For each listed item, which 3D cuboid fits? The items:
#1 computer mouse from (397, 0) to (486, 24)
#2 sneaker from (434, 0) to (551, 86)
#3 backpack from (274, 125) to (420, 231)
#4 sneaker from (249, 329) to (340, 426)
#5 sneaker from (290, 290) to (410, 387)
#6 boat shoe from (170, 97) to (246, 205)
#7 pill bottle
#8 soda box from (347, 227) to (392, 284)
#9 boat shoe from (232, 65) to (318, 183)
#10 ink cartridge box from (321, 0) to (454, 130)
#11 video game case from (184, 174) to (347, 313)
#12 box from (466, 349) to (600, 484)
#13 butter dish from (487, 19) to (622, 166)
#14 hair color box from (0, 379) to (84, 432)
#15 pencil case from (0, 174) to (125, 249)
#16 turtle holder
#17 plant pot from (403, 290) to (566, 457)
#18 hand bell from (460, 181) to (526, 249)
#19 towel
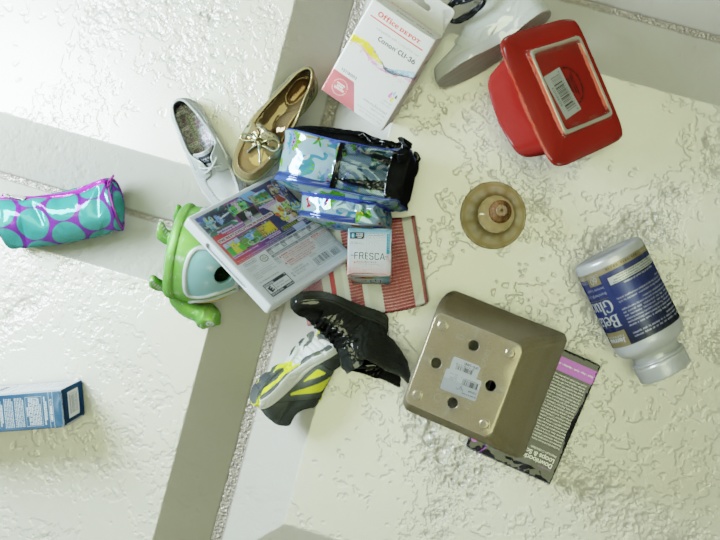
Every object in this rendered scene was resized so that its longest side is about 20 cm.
[{"bbox_3d":[0.099,-0.391,1.549,0.197,0.034,0.059,-7,99,22],"label":"computer mouse"},{"bbox_3d":[0.178,-0.377,1.557,0.199,0.074,0.116,-34,75,7],"label":"sneaker"},{"bbox_3d":[-0.026,-0.135,1.512,0.197,0.183,0.149,15,91,8],"label":"backpack"},{"bbox_3d":[-0.078,0.161,1.587,0.199,0.074,0.085,-36,121,-6],"label":"sneaker"},{"bbox_3d":[-0.016,0.104,1.519,0.198,0.060,0.105,17,59,-26],"label":"sneaker"},{"bbox_3d":[-0.236,-0.178,1.579,0.071,0.069,0.202,-22,90,4],"label":"boat shoe"},{"bbox_3d":[0.413,0.062,1.525,0.110,0.111,0.202,-27,89,4],"label":"pill bottle"},{"bbox_3d":[0.015,-0.018,1.483,0.063,0.200,0.069,1,86,1],"label":"soda box"},{"bbox_3d":[-0.134,-0.227,1.563,0.073,0.063,0.202,30,84,-1],"label":"boat shoe"},{"bbox_3d":[0.042,-0.330,1.529,0.116,0.068,0.201,33,113,3],"label":"ink cartridge box"},{"bbox_3d":[-0.134,-0.044,1.516,0.182,0.199,0.023,45,133,10],"label":"video game case"},{"bbox_3d":[0.265,0.209,1.576,0.142,0.036,0.202,23,91,4],"label":"box"},{"bbox_3d":[0.264,-0.249,1.519,0.198,0.147,0.202,-24,91,-40],"label":"butter dish"},{"bbox_3d":[-0.544,0.214,1.592,0.197,0.100,0.061,-4,93,4],"label":"hair color box"},{"bbox_3d":[-0.468,-0.090,1.587,0.197,0.085,0.093,-9,119,3],"label":"pencil case"},{"bbox_3d":[-0.242,-0.003,1.549,0.130,0.141,0.188,13,91,2],"label":"turtle holder"},{"bbox_3d":[0.168,0.149,1.486,0.198,0.177,0.202,21,91,18],"label":"plant pot"},{"bbox_3d":[0.202,-0.085,1.490,0.103,0.200,0.106,0,91,3],"label":"hand bell"},{"bbox_3d":[0.000,0.000,1.594,0.197,0.023,0.146,-10,89,2],"label":"towel"}]
